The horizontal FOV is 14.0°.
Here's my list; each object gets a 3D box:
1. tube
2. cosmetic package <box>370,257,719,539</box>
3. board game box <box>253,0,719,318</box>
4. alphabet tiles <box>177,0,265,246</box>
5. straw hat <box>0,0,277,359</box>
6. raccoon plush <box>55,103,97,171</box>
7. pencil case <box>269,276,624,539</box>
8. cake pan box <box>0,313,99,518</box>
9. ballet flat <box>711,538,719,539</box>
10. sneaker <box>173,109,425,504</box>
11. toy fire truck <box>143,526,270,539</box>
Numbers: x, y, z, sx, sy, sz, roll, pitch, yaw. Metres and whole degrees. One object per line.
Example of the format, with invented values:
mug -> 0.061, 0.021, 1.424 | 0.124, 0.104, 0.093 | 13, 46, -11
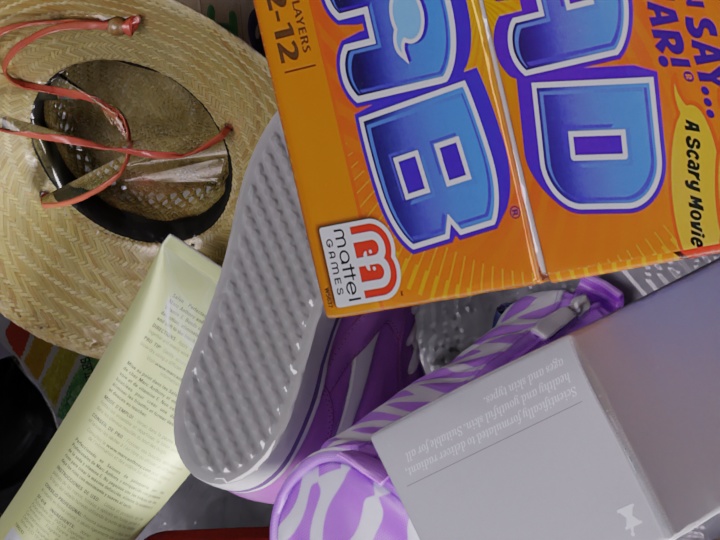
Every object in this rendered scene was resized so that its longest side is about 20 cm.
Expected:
tube -> -0.103, 0.080, 1.269 | 0.200, 0.058, 0.052 | -54, 54, 20
cosmetic package -> 0.108, 0.053, 1.089 | 0.107, 0.200, 0.091 | -29, 83, 36
board game box -> 0.099, -0.111, 1.058 | 0.199, 0.200, 0.201 | -11, 94, 40
alphabet tiles -> -0.051, -0.023, 1.292 | 0.167, 0.008, 0.201 | 9, 107, 55
straw hat -> -0.093, -0.062, 1.252 | 0.200, 0.085, 0.202 | 5, 127, 7
raccoon plush -> -0.160, -0.127, 1.360 | 0.200, 0.096, 0.135 | -117, 25, -50
pencil case -> 0.045, 0.072, 1.151 | 0.084, 0.200, 0.086 | 32, 126, 16
cake pan box -> -0.195, 0.033, 1.337 | 0.052, 0.184, 0.201 | -14, 91, 39
ballet flat -> 0.121, 0.204, 1.171 | 0.070, 0.071, 0.201 | 10, 80, 36
sneaker -> -0.001, 0.000, 1.184 | 0.072, 0.114, 0.201 | 27, 92, 33
toy fire truck -> -0.036, 0.206, 1.287 | 0.167, 0.112, 0.201 | -3, 96, 1
